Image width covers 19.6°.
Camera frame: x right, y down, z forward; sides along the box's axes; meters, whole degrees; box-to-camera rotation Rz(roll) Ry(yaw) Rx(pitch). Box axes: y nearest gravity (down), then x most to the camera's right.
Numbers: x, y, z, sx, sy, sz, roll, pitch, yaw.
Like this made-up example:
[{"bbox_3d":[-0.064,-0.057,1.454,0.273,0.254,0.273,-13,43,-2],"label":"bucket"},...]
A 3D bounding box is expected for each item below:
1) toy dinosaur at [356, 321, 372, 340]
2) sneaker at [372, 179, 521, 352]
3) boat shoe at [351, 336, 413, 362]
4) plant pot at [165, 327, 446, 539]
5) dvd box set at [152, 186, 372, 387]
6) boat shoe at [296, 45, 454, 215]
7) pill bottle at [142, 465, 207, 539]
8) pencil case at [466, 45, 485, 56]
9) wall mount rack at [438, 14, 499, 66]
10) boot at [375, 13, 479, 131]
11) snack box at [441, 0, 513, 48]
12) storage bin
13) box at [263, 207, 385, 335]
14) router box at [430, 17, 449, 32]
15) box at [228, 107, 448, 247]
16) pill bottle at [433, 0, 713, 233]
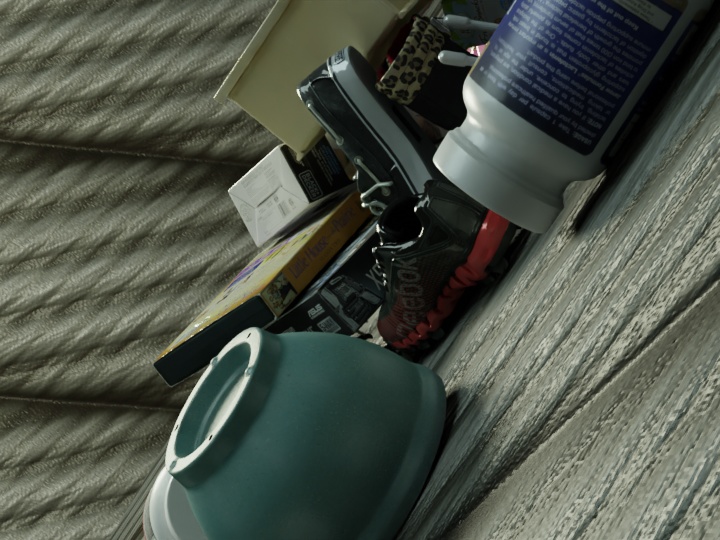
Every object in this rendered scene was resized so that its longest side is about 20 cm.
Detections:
[{"bbox_3d":[-0.025,0.004,1.928,0.105,0.199,0.183,-31,48,30],"label":"toy dinosaur"},{"bbox_3d":[0.047,-0.007,1.625,0.201,0.097,0.071,-52,11,54],"label":"sneaker"},{"bbox_3d":[-0.012,0.117,1.640,0.075,0.066,0.200,-53,8,40],"label":"boat shoe"},{"bbox_3d":[-0.052,0.123,1.461,0.200,0.134,0.201,-49,19,24],"label":"plant pot"},{"bbox_3d":[-0.081,0.013,1.796,0.146,0.029,0.200,-33,10,37],"label":"dvd box set"},{"bbox_3d":[0.023,-0.082,1.680,0.068,0.200,0.074,-34,13,19],"label":"boat shoe"},{"bbox_3d":[-0.131,0.213,1.833,0.116,0.115,0.200,-60,2,-14],"label":"pill bottle"},{"bbox_3d":[0.113,-0.167,1.945,0.086,0.083,0.200,-10,-23,-30],"label":"pencil case"},{"bbox_3d":[0.152,-0.191,1.586,0.173,0.075,0.200,-30,14,14],"label":"wall mount rack"},{"bbox_3d":[0.094,-0.152,1.690,0.073,0.150,0.200,-55,7,30],"label":"boot"},{"bbox_3d":[0.159,-0.270,1.850,0.141,0.053,0.200,-12,27,19],"label":"snack box"},{"bbox_3d":[-0.002,-0.226,1.778,0.200,0.094,0.199,-52,-1,42],"label":"storage bin"},{"bbox_3d":[0.000,0.000,1.787,0.200,0.050,0.158,-46,7,-34],"label":"box"},{"bbox_3d":[0.070,-0.161,2.116,0.201,0.052,0.157,-57,-18,21],"label":"router box"},{"bbox_3d":[-0.009,-0.100,1.896,0.199,0.060,0.117,-26,-6,-33],"label":"box"},{"bbox_3d":[0.140,-0.133,1.407,0.201,0.115,0.116,-57,6,11],"label":"pill bottle"}]
